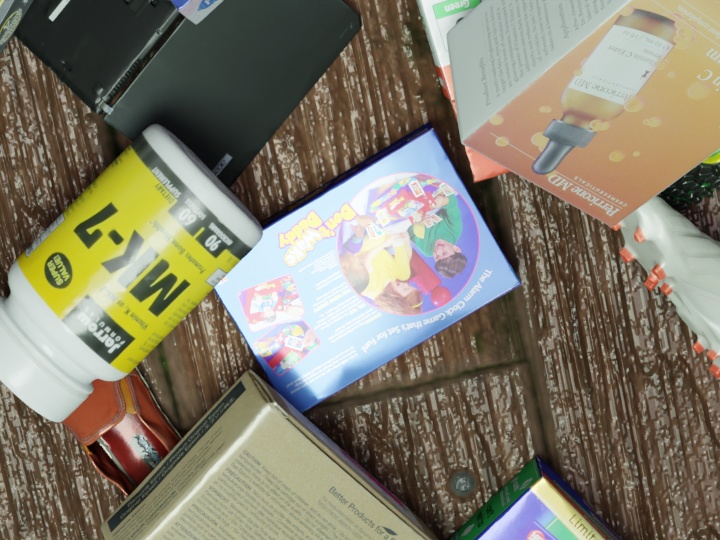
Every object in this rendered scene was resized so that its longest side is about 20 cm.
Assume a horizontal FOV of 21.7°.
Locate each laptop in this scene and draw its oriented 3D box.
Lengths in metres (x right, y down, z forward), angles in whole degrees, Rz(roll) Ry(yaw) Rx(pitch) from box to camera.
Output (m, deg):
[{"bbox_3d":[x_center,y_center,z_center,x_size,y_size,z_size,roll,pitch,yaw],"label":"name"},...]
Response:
[{"bbox_3d":[-0.135,-0.188,1.379,0.200,0.103,0.177,43,97,18],"label":"laptop"}]

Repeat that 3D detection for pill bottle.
[{"bbox_3d":[-0.175,0.004,1.328,0.114,0.114,0.200,44,92,-8],"label":"pill bottle"}]

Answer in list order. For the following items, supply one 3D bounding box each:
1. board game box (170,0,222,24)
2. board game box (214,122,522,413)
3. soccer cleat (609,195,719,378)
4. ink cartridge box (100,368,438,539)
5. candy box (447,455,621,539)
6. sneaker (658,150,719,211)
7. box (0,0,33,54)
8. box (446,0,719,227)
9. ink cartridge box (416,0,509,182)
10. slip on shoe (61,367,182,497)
[{"bbox_3d":[-0.105,-0.312,1.307,0.199,0.041,0.200,-41,76,5],"label":"board game box"},{"bbox_3d":[0.000,0.000,1.396,0.199,0.045,0.135,-30,99,4],"label":"board game box"},{"bbox_3d":[0.254,0.000,1.383,0.078,0.069,0.200,-43,117,-6],"label":"soccer cleat"},{"bbox_3d":[-0.062,0.199,1.379,0.165,0.075,0.200,-46,115,1],"label":"ink cartridge box"},{"bbox_3d":[0.122,0.272,1.430,0.200,0.077,0.169,-45,97,5],"label":"candy box"},{"bbox_3d":[0.245,-0.100,1.381,0.199,0.078,0.086,-18,64,9],"label":"sneaker"},{"bbox_3d":[-0.334,-0.189,1.345,0.161,0.049,0.201,33,97,4],"label":"box"},{"bbox_3d":[0.180,-0.147,1.255,0.152,0.107,0.200,25,132,-32],"label":"box"},{"bbox_3d":[0.104,-0.172,1.365,0.108,0.050,0.201,-17,98,1],"label":"ink cartridge box"},{"bbox_3d":[-0.193,0.103,1.402,0.074,0.061,0.200,-37,97,7],"label":"slip on shoe"}]
